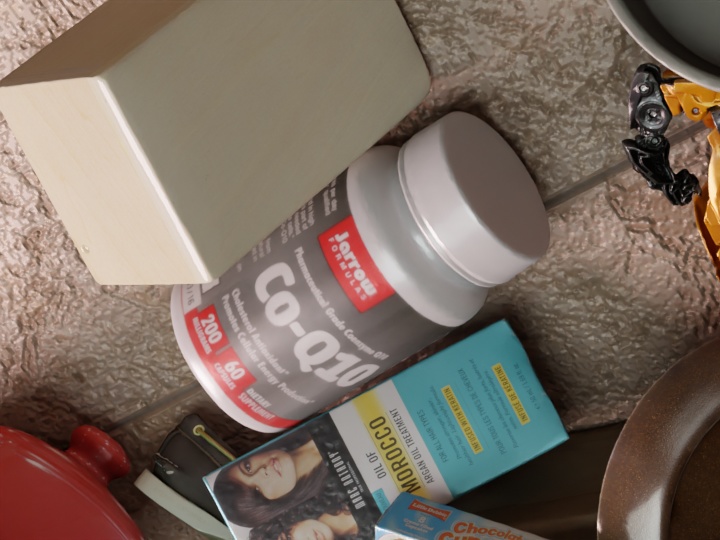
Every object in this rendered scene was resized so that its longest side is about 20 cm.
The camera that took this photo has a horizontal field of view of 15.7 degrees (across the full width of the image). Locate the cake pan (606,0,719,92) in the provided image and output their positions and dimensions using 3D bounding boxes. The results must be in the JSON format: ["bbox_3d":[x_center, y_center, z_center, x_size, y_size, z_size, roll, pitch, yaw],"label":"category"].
[{"bbox_3d":[0.215,-0.183,1.325,0.200,0.037,0.200,-1,85,14],"label":"cake pan"}]

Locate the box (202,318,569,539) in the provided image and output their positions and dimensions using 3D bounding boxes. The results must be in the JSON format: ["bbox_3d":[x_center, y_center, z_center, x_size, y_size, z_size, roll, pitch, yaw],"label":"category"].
[{"bbox_3d":[0.015,0.109,1.523,0.200,0.049,0.082,-28,86,1],"label":"box"}]

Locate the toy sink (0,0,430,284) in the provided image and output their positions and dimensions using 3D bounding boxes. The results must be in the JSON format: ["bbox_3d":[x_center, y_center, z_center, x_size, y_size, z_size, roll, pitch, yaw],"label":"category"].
[{"bbox_3d":[-0.081,-0.100,1.438,0.112,0.200,0.130,-1,124,48],"label":"toy sink"}]

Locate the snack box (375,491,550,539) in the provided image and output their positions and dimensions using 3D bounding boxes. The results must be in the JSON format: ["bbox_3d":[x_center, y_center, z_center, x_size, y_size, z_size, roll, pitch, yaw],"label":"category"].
[{"bbox_3d":[0.104,0.204,1.464,0.200,0.037,0.116,16,132,23],"label":"snack box"}]

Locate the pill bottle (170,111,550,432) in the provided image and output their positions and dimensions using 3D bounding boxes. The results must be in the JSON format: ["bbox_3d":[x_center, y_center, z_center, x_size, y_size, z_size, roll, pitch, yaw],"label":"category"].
[{"bbox_3d":[0.000,0.000,1.484,0.200,0.114,0.114,-33,107,27],"label":"pill bottle"}]

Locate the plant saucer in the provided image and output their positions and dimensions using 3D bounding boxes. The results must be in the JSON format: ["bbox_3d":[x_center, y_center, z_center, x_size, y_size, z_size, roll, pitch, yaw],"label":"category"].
[{"bbox_3d":[0.224,0.133,1.475,0.200,0.032,0.200,-6,102,-29],"label":"plant saucer"}]

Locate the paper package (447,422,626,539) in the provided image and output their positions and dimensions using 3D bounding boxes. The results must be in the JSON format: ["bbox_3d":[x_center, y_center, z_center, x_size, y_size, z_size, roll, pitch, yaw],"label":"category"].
[{"bbox_3d":[0.138,0.207,1.572,0.191,0.103,0.200,-14,115,20],"label":"paper package"}]

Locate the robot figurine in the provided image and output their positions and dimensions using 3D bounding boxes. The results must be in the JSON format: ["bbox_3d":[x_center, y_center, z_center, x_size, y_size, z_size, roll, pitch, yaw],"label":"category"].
[{"bbox_3d":[0.228,-0.053,1.403,0.145,0.058,0.200,-18,113,22],"label":"robot figurine"}]

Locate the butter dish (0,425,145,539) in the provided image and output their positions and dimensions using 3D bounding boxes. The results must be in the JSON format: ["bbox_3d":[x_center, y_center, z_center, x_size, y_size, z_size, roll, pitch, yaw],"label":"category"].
[{"bbox_3d":[-0.201,0.160,1.614,0.200,0.148,0.199,42,163,-10],"label":"butter dish"}]

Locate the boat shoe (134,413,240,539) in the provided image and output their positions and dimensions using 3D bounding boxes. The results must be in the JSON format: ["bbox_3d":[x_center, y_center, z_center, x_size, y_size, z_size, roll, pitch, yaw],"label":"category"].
[{"bbox_3d":[-0.040,0.162,1.596,0.201,0.072,0.061,33,84,6],"label":"boat shoe"}]
